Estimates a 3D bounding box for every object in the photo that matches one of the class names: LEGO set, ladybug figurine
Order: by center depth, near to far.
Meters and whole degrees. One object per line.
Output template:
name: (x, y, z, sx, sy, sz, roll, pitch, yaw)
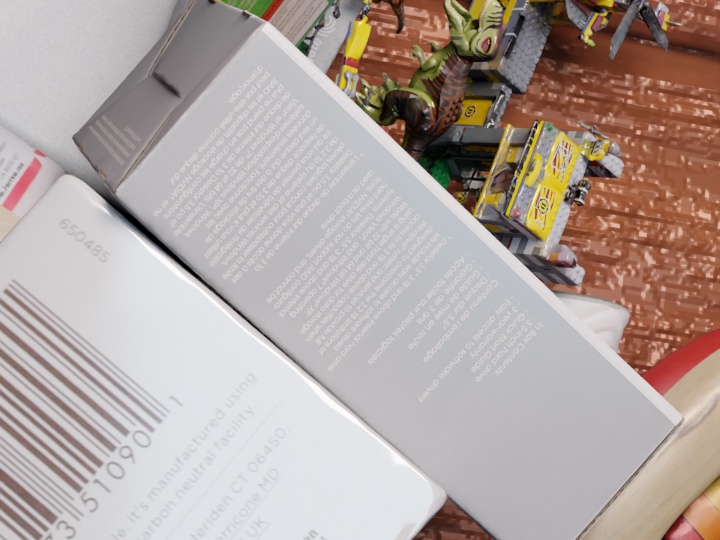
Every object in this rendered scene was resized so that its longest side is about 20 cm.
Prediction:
LEGO set: (0.053, -0.086, 0.882, 0.154, 0.115, 0.201, 45, 63, -37)
ladybug figurine: (0.144, 0.090, 0.914, 0.200, 0.072, 0.136, -40, 134, -12)

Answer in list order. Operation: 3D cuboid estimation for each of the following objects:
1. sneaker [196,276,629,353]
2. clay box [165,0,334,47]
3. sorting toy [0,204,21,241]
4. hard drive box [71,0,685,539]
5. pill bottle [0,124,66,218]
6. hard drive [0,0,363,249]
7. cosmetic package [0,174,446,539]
sneaker: (0.017, 0.040, 0.903, 0.199, 0.070, 0.081, 8, 92, -12)
clay box: (-0.020, -0.173, 0.869, 0.047, 0.115, 0.201, 26, 56, -14)
sorting toy: (-0.251, 0.016, 0.766, 0.198, 0.200, 0.070, 34, 32, -8)
hard drive box: (0.000, 0.000, 0.760, 0.200, 0.156, 0.077, 43, 90, -17)
pill bottle: (-0.222, -0.047, 0.827, 0.199, 0.109, 0.109, 35, 75, -8)
hard drive: (-0.113, -0.109, 0.905, 0.199, 0.033, 0.140, 31, 75, -10)
cosmetic package: (-0.088, 0.096, 0.751, 0.165, 0.200, 0.165, 39, 81, 4)
